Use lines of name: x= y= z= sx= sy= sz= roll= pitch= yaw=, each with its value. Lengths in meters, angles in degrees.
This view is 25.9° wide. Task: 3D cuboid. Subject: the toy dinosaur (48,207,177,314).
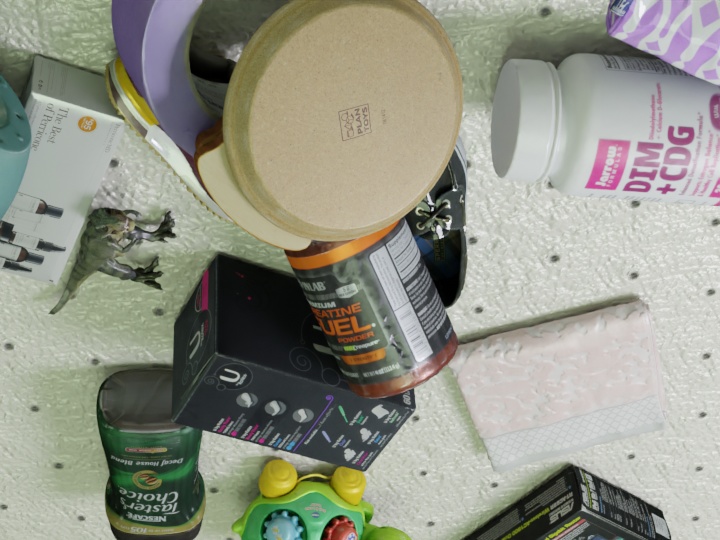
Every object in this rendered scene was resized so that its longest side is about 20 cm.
toy dinosaur: x=-0.210 y=-0.014 z=1.360 sx=0.087 sy=0.048 sz=0.200 roll=-3 pitch=155 yaw=-25

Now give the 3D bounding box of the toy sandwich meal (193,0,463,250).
toy sandwich meal: x=-0.021 y=-0.109 z=1.114 sx=0.203 sy=0.070 sz=0.207 roll=-9 pitch=113 yaw=-22

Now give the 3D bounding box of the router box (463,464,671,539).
router box: x=0.220 y=0.310 z=1.726 sx=0.149 sy=0.062 sz=0.200 roll=28 pitch=127 yaw=-31

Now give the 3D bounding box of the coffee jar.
coffee jar: x=-0.204 y=0.190 z=1.543 sx=0.103 sy=0.086 sz=0.201 roll=-1 pitch=136 yaw=-5

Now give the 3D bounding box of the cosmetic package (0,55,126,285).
cosmetic package: x=-0.258 y=-0.077 z=1.290 sx=0.082 sy=0.051 sz=0.201 roll=14 pitch=133 yaw=-20

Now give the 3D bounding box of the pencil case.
pencil case: x=0.282 y=-0.183 z=1.188 sx=0.198 sy=0.084 sz=0.086 roll=23 pitch=120 yaw=-8

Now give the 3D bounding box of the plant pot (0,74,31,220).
plant pot: x=-0.344 y=-0.089 z=1.174 sx=0.161 sy=0.201 sz=0.200 roll=-37 pitch=129 yaw=16

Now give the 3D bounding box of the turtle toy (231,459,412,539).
turtle toy: x=-0.038 y=0.282 z=1.643 sx=0.198 sy=0.102 sz=0.146 roll=6 pitch=135 yaw=-12

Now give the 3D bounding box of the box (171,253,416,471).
box: x=-0.062 y=0.086 z=1.425 sx=0.198 sy=0.123 sz=0.106 roll=17 pitch=132 yaw=-22

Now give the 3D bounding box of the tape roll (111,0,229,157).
tape roll: x=-0.074 y=-0.178 z=1.134 sx=0.198 sy=0.085 sz=0.202 roll=-12 pitch=125 yaw=-18

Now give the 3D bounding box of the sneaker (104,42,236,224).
sneaker: x=-0.111 y=-0.113 z=1.252 sx=0.090 sy=0.075 sz=0.200 roll=-28 pitch=134 yaw=22

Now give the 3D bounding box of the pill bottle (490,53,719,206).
pill bottle: x=0.211 y=-0.114 z=1.255 sx=0.198 sy=0.114 sz=0.114 roll=3 pitch=135 yaw=-9

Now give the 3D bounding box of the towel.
towel: x=0.201 y=0.118 z=1.551 sx=0.198 sy=0.032 sz=0.192 roll=-15 pitch=135 yaw=8

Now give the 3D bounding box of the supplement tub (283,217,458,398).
supplement tub: x=0.000 y=0.000 z=1.323 sx=0.106 sy=0.107 sz=0.201 roll=-20 pitch=109 yaw=15

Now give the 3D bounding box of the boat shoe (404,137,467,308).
boat shoe: x=0.064 y=-0.049 z=1.347 sx=0.068 sy=0.057 sz=0.201 roll=-9 pitch=136 yaw=4
